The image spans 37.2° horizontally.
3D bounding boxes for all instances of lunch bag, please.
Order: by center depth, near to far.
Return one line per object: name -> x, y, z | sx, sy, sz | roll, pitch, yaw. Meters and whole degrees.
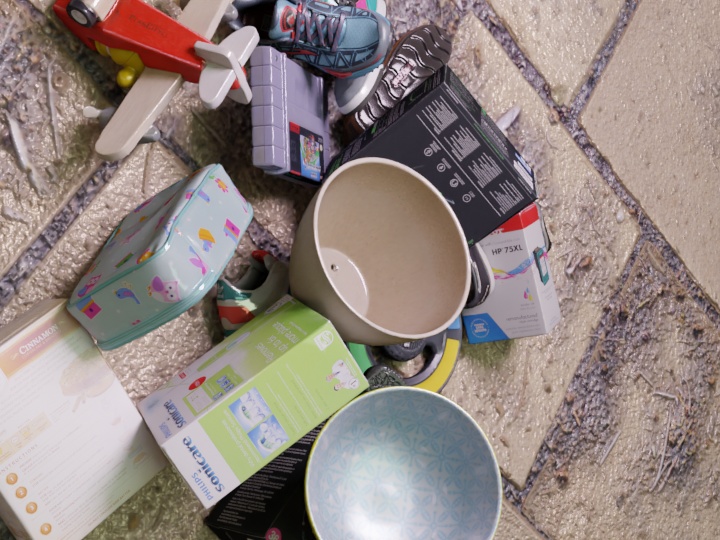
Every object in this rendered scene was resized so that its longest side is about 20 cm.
lunch bag -> -0.197, -0.015, 1.060 | 0.077, 0.159, 0.201 | 51, 28, -19

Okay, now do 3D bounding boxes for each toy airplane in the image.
toy airplane -> -0.199, -0.219, 1.104 | 0.198, 0.141, 0.201 | -16, 72, -15

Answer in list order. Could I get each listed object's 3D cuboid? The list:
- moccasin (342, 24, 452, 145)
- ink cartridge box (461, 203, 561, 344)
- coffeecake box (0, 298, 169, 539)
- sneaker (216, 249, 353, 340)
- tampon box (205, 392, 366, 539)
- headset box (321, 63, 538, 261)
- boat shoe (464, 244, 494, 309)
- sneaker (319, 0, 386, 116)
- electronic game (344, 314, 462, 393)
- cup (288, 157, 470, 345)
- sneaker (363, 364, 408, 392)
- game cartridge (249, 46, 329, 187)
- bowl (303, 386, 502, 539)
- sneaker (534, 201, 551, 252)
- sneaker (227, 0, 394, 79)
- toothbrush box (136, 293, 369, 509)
moccasin -> 0.046, -0.232, 1.346 | 0.073, 0.078, 0.202 | 37, 69, -14
ink cartridge box -> 0.180, -0.014, 1.396 | 0.067, 0.115, 0.202 | -28, 105, -59
coffeecake box -> -0.305, 0.153, 1.039 | 0.153, 0.073, 0.201 | -39, 111, -32
sneaker -> -0.080, 0.013, 1.226 | 0.199, 0.070, 0.094 | -26, 109, -34
tampon box -> -0.043, 0.258, 1.205 | 0.150, 0.126, 0.200 | 52, 58, -24
headset box -> 0.076, -0.103, 1.247 | 0.174, 0.199, 0.093 | 47, 20, -13
boat shoe -> 0.102, -0.044, 1.352 | 0.202, 0.073, 0.060 | 65, 28, -3
sneaker -> -0.031, -0.283, 1.256 | 0.120, 0.083, 0.202 | 32, 43, -30
electronic game -> 0.053, 0.074, 1.347 | 0.198, 0.041, 0.203 | 2, 86, -38
cup -> 0.000, 0.000, 1.164 | 0.198, 0.143, 0.203 | 15, 60, -29
sneaker -> 0.049, 0.198, 1.297 | 0.060, 0.104, 0.201 | -37, 102, -16
game cartridge -> -0.074, -0.165, 1.199 | 0.200, 0.038, 0.131 | 5, 79, -74
bowl -> 0.033, 0.224, 1.080 | 0.198, 0.108, 0.203 | 4, 74, -12
sneaker -> 0.225, -0.009, 1.465 | 0.087, 0.073, 0.203 | -26, 116, -58
sneaker -> -0.061, -0.260, 1.174 | 0.095, 0.198, 0.080 | -2, 102, -65
toothbrush box -> -0.111, 0.125, 1.076 | 0.199, 0.145, 0.087 | -37, 110, -11
